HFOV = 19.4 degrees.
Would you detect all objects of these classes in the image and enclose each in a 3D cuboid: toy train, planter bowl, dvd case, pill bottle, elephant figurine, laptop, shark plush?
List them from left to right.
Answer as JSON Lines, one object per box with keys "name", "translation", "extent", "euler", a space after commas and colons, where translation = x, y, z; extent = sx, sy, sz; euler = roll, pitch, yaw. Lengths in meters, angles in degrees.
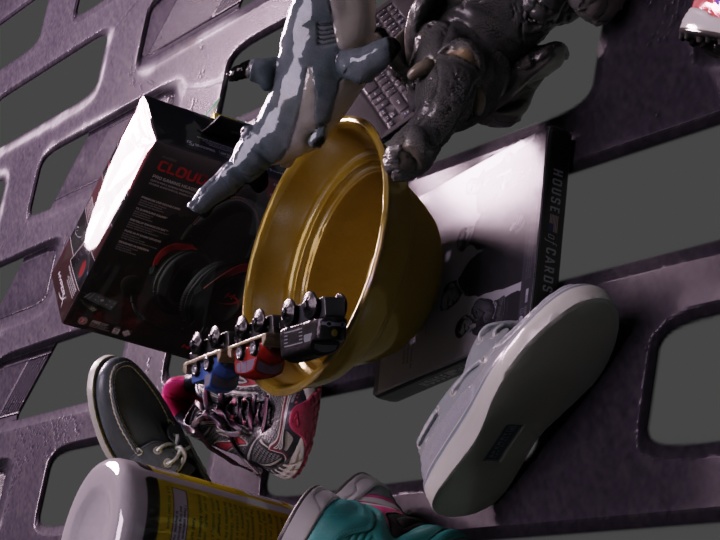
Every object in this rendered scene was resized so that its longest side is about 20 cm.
{"name": "pill bottle", "translation": [-0.101, 0.208, 1.481], "extent": [0.112, 0.200, 0.112], "euler": [-42, 38, 45]}
{"name": "toy train", "translation": [-0.066, 0.052, 1.431], "extent": [0.200, 0.034, 0.046], "euler": [-20, 70, 57]}
{"name": "shark plush", "translation": [-0.053, -0.125, 1.454], "extent": [0.200, 0.083, 0.091], "euler": [-51, 12, 18]}
{"name": "planter bowl", "translation": [0.000, 0.000, 1.479], "extent": [0.200, 0.083, 0.200], "euler": [-42, 39, 46]}
{"name": "laptop", "translation": [0.018, -0.201, 1.612], "extent": [0.200, 0.103, 0.177], "euler": [-35, 33, 4]}
{"name": "dvd case", "translation": [0.075, -0.001, 1.473], "extent": [0.200, 0.025, 0.150], "euler": [-28, 50, 55]}
{"name": "elephant figurine", "translation": [0.075, -0.154, 1.436], "extent": [0.142, 0.155, 0.200], "euler": [38, 100, 39]}

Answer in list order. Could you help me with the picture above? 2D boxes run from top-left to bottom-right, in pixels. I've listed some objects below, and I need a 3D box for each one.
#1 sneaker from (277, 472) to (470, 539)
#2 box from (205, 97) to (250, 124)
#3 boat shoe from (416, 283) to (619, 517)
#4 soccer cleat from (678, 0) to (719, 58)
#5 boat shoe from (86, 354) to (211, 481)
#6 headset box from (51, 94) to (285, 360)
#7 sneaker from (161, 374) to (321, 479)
{"name": "sneaker", "translation": [0.025, 0.189, 1.387], "extent": [0.084, 0.121, 0.200], "euler": [-62, -13, 5]}
{"name": "box", "translation": [-0.139, -0.049, 1.894], "extent": [0.117, 0.048, 0.200], "euler": [-45, 39, 43]}
{"name": "boat shoe", "translation": [0.090, 0.070, 1.341], "extent": [0.201, 0.070, 0.072], "euler": [-58, 40, 33]}
{"name": "soccer cleat", "translation": [0.252, -0.150, 1.185], "extent": [0.073, 0.068, 0.200], "euler": [-67, 24, -1]}
{"name": "boat shoe", "translation": [-0.146, 0.152, 1.662], "extent": [0.062, 0.200, 0.073], "euler": [-15, 15, 42]}
{"name": "headset box", "translation": [-0.134, -0.036, 1.659], "extent": [0.200, 0.149, 0.075], "euler": [-59, 29, 24]}
{"name": "sneaker", "translation": [-0.093, 0.118, 1.667], "extent": [0.200, 0.075, 0.081], "euler": [-6, 69, 61]}
